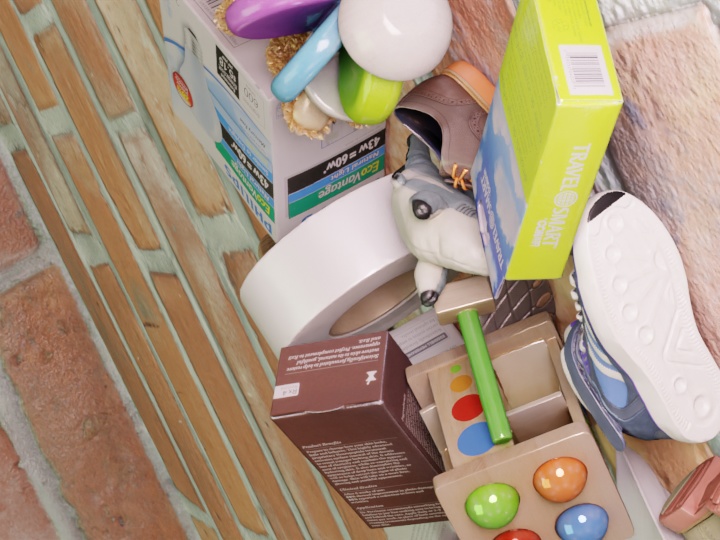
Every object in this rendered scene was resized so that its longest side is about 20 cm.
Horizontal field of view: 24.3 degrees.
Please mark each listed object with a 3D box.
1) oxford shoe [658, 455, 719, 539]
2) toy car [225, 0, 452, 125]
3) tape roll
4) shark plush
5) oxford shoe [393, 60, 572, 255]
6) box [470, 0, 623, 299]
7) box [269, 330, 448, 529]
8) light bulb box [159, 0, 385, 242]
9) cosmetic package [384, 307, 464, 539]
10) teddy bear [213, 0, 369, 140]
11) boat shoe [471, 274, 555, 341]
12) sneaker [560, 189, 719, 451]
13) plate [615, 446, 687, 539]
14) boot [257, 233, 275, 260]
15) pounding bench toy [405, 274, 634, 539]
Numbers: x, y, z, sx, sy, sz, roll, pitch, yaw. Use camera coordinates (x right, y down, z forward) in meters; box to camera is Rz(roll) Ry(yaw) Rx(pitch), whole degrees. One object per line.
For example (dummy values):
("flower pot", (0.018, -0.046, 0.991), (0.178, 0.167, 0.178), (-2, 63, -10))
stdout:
("oxford shoe", (0.276, 0.160, 1.144), (0.074, 0.071, 0.200), (40, 164, 0))
("toy car", (-0.026, -0.204, 1.221), (0.175, 0.150, 0.201), (152, 114, -71))
("tape roll", (0.000, 0.000, 1.414), (0.071, 0.202, 0.203), (56, 161, 15))
("shark plush", (0.068, -0.043, 1.290), (0.200, 0.083, 0.091), (-119, 19, -66))
("oxford shoe", (0.101, -0.071, 1.241), (0.200, 0.073, 0.071), (49, 157, 33))
("box", (0.119, -0.086, 1.103), (0.200, 0.048, 0.122), (102, 165, -52))
("box", (0.014, 0.136, 1.386), (0.200, 0.100, 0.075), (54, -146, -48))
("light bulb box", (-0.078, -0.171, 1.495), (0.198, 0.125, 0.200), (51, 158, 30))
("cosmetic package", (0.074, 0.178, 1.591), (0.200, 0.123, 0.199), (55, 160, 23))
("teddy bear", (-0.044, -0.200, 1.342), (0.200, 0.145, 0.067), (57, 158, -1))
("boat shoe", (0.117, 0.053, 1.381), (0.072, 0.076, 0.200), (44, 153, 47))
("sneaker", (0.172, 0.034, 1.190), (0.200, 0.081, 0.146), (62, 158, -17))
("plate", (0.245, 0.262, 1.286), (0.200, 0.032, 0.200), (-111, 9, -52))
("boot", (-0.040, 0.063, 1.807), (0.200, 0.072, 0.167), (42, 151, 38))
("pounding bench toy", (0.110, 0.119, 1.272), (0.156, 0.124, 0.200), (-102, -13, -52))
